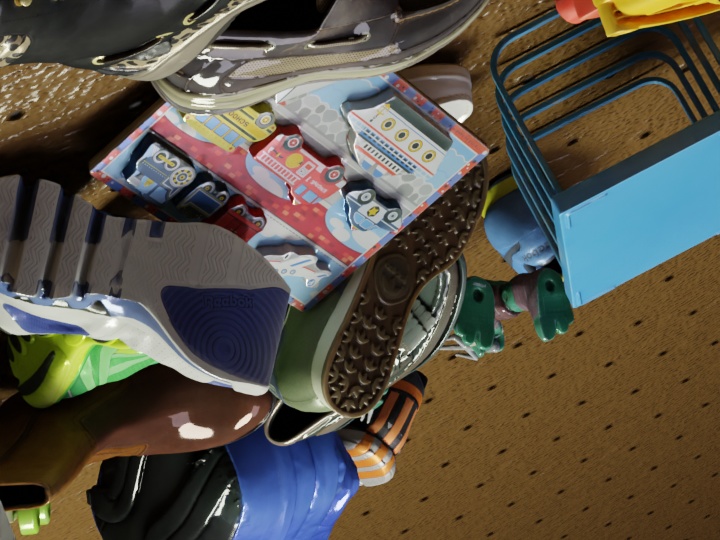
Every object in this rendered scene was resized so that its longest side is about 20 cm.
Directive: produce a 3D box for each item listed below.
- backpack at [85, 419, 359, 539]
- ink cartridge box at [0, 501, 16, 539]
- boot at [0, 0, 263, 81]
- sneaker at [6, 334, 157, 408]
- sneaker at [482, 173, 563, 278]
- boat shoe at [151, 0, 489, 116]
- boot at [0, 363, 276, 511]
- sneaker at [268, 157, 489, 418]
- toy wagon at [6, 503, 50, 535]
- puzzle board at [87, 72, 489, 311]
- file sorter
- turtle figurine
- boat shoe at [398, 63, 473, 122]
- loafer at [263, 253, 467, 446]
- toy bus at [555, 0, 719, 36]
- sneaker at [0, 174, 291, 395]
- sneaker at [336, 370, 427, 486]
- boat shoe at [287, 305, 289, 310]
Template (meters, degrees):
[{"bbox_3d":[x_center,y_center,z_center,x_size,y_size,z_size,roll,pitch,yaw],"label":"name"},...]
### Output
[{"bbox_3d":[-0.091,0.143,1.779,0.167,0.163,0.201,-20,149,-34],"label":"backpack"},{"bbox_3d":[-0.281,0.139,1.425,0.085,0.201,0.148,-8,154,-42],"label":"ink cartridge box"},{"bbox_3d":[-0.107,-0.149,1.119,0.150,0.074,0.200,-8,159,-45],"label":"boot"},{"bbox_3d":[-0.145,0.021,1.517,0.083,0.074,0.200,-17,171,-39],"label":"sneaker"},{"bbox_3d":[0.138,-0.013,1.807,0.066,0.079,0.200,-33,162,9],"label":"sneaker"},{"bbox_3d":[-0.014,-0.138,1.267,0.199,0.075,0.073,-24,162,-15],"label":"boat shoe"},{"bbox_3d":[-0.165,0.102,1.554,0.187,0.069,0.200,2,-169,15],"label":"boot"},{"bbox_3d":[0.000,0.000,1.531,0.090,0.201,0.067,-2,142,49],"label":"sneaker"},{"bbox_3d":[-0.283,0.156,1.601,0.154,0.040,0.200,-6,179,-2],"label":"toy wagon"},{"bbox_3d":[-0.035,-0.061,1.397,0.151,0.017,0.200,-40,138,15],"label":"puzzle board"},{"bbox_3d":[0.164,-0.085,1.580,0.138,0.123,0.200,-28,162,-1],"label":"file sorter"},{"bbox_3d":[0.047,0.037,1.719,0.149,0.101,0.200,-28,-173,-33],"label":"turtle figurine"},{"bbox_3d":[-0.013,-0.058,1.480,0.199,0.070,0.071,-25,155,-13],"label":"boat shoe"},{"bbox_3d":[0.001,0.052,1.621,0.063,0.072,0.200,-37,168,-48],"label":"loafer"},{"bbox_3d":[0.197,-0.195,1.349,0.199,0.137,0.192,-16,172,-38],"label":"toy bus"},{"bbox_3d":[-0.144,0.005,1.402,0.198,0.081,0.115,22,166,-21],"label":"sneaker"},{"bbox_3d":[-0.012,0.109,1.915,0.199,0.078,0.112,-6,-133,53],"label":"sneaker"},{"bbox_3d":[-0.027,-0.011,1.608,0.068,0.057,0.200,-19,160,-25],"label":"boat shoe"}]
